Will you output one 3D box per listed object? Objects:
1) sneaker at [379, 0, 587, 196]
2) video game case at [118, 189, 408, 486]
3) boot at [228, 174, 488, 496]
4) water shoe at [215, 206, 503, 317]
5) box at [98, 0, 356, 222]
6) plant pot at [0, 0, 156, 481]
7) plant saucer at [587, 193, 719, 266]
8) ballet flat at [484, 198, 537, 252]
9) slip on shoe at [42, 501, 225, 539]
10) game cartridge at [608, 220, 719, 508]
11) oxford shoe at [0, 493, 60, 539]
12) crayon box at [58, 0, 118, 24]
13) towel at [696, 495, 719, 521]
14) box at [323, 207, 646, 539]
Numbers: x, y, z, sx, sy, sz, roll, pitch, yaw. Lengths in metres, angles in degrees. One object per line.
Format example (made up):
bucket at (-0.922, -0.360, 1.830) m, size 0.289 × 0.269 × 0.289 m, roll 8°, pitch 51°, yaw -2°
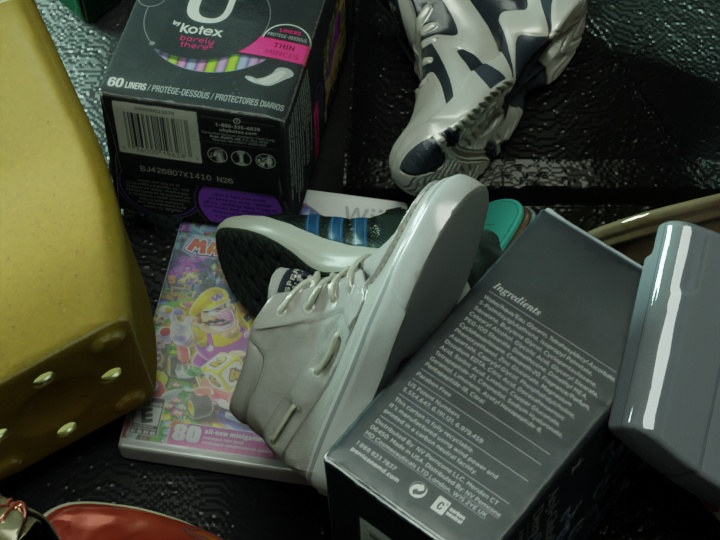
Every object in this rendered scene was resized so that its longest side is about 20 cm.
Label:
sneaker at (0.046, -0.138, 1.296) m, size 0.129 × 0.080 × 0.199 m, roll 28°, pitch 62°, yaw 21°
video game case at (-0.056, 0.034, 1.224) m, size 0.142 × 0.018 × 0.201 m, roll 7°, pitch 57°, yaw 8°
boot at (-0.009, 0.020, 1.072) m, size 0.095 × 0.201 × 0.073 m, roll 33°, pitch 23°, yaw 21°
water shoe at (0.000, 0.000, 1.176) m, size 0.199 × 0.072 × 0.079 m, roll 14°, pitch 33°, yaw 41°
box at (-0.079, -0.138, 1.273) m, size 0.121 × 0.106 × 0.201 m, roll 8°, pitch 50°, yaw 8°
plant pot at (-0.219, 0.003, 1.154) m, size 0.194 × 0.196 × 0.200 m, roll -28°, pitch 66°, yaw -11°
plant saucer at (0.221, -0.022, 1.155) m, size 0.199 × 0.200 × 0.030 m, roll -10°, pitch 84°, yaw -4°
ballet flat at (0.052, 0.044, 1.183) m, size 0.074 × 0.074 × 0.200 m, roll 34°, pitch 65°, yaw 22°
slip on shoe at (-0.096, 0.173, 1.111) m, size 0.199 × 0.061 × 0.074 m, roll 18°, pitch 61°, yaw 16°
game cartridge at (0.228, 0.069, 1.058) m, size 0.199 × 0.041 × 0.134 m, roll 21°, pitch 70°, yaw -23°
oxford shoe at (-0.209, 0.137, 1.092) m, size 0.200 × 0.075 × 0.070 m, roll 48°, pitch 30°, yaw -1°
crayon box at (-0.215, -0.277, 1.416) m, size 0.126 × 0.052 × 0.200 m, roll -40°, pitch 63°, yaw -21°
towel at (0.250, 0.103, 1.098) m, size 0.200 × 0.023 × 0.144 m, roll 48°, pitch 64°, yaw -11°
box at (0.083, 0.096, 1.099) m, size 0.107 × 0.149 × 0.200 m, roll 32°, pitch 64°, yaw 21°
